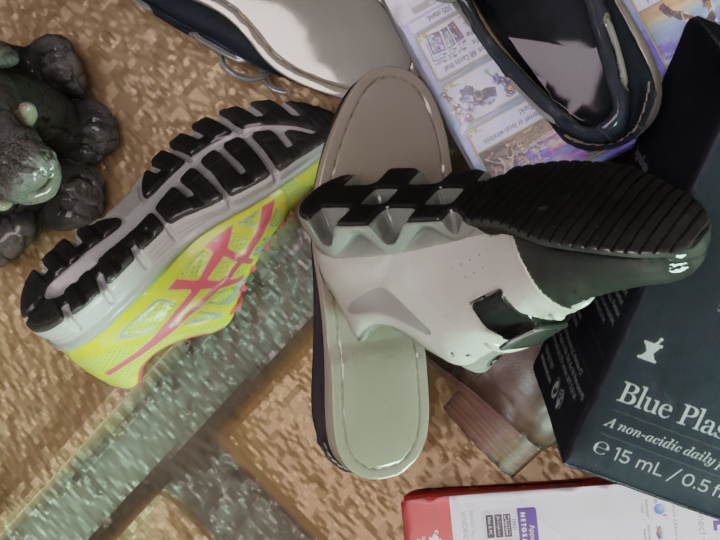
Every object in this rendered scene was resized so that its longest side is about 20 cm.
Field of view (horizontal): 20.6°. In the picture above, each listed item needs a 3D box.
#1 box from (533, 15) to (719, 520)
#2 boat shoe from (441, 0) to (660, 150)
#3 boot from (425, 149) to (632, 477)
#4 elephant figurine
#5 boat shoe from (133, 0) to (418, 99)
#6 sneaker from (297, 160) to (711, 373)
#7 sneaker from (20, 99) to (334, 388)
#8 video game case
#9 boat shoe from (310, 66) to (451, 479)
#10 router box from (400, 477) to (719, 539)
[{"bbox_3d":[0.212,0.016,0.929,0.196,0.117,0.201,20,108,-8],"label":"box"},{"bbox_3d":[0.066,-0.143,0.907,0.075,0.062,0.201,-29,85,18],"label":"boat shoe"},{"bbox_3d":[0.095,-0.023,1.034,0.200,0.064,0.186,-43,82,6],"label":"boot"},{"bbox_3d":[-0.214,-0.076,1.030,0.155,0.200,0.142,-22,85,12],"label":"elephant figurine"},{"bbox_3d":[-0.059,-0.142,1.065,0.199,0.062,0.075,23,79,3],"label":"boat shoe"},{"bbox_3d":[0.070,0.003,0.887,0.199,0.074,0.089,3,119,37],"label":"sneaker"},{"bbox_3d":[-0.085,-0.013,1.073,0.200,0.090,0.078,-37,38,-5],"label":"sneaker"},{"bbox_3d":[0.113,-0.152,0.974,0.200,0.045,0.182,-28,92,10],"label":"video game case"},{"bbox_3d":[0.000,0.000,0.982,0.072,0.063,0.201,1,93,-22],"label":"boat shoe"},{"bbox_3d":[0.120,0.208,1.030,0.179,0.049,0.201,-6,88,13],"label":"router box"}]
